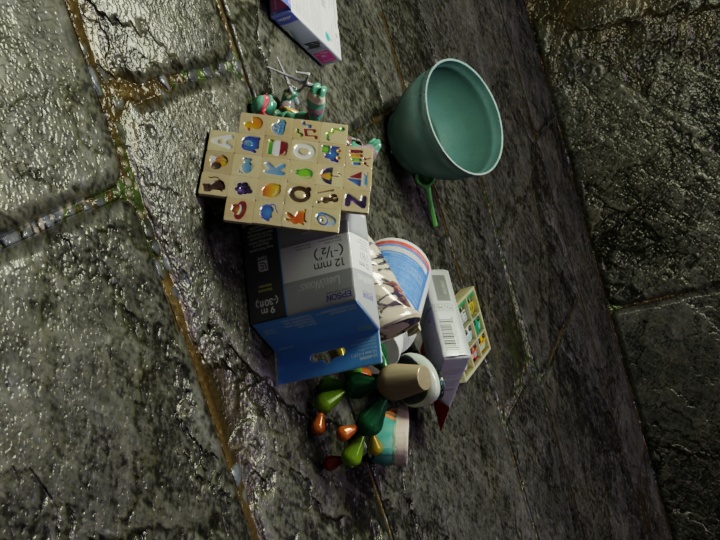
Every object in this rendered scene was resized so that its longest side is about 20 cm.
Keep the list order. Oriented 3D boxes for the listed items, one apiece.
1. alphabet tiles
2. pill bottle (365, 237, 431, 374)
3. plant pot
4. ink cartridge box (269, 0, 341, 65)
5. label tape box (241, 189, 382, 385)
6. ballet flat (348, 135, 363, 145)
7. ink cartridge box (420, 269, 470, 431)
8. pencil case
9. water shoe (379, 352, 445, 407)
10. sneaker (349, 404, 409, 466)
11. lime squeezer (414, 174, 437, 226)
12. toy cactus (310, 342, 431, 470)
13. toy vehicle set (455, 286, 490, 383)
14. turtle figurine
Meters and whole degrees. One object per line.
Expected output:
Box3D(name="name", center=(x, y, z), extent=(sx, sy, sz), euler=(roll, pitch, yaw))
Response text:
Box3D(name="alphabet tiles", center=(-0.085, -0.115, 1.349), extent=(0.006, 0.197, 0.168), euler=(101, -6, -54))
Box3D(name="pill bottle", center=(0.033, 0.051, 1.621), extent=(0.201, 0.111, 0.113), euler=(-70, 140, -55))
Box3D(name="plant pot", center=(0.130, -0.239, 1.959), extent=(0.199, 0.133, 0.203), euler=(18, 63, -41))
Box3D(name="ink cartridge box", center=(-0.088, -0.394, 1.677), extent=(0.200, 0.041, 0.121), euler=(34, 47, -63))
Box3D(name="label tape box", center=(-0.059, 0.021, 1.372), extent=(0.066, 0.142, 0.203), euler=(28, 52, -62))
Box3D(name="ballet flat", center=(-0.031, -0.131, 1.629), extent=(0.201, 0.071, 0.073), euler=(-74, 143, -51))
Box3D(name="ink cartridge box", center=(0.108, 0.125, 1.753), extent=(0.201, 0.056, 0.164), euler=(110, -25, -46))
Box3D(name="pencil case", center=(0.000, 0.000, 1.441), extent=(0.089, 0.078, 0.201), euler=(-12, 65, -44))
Box3D(name="water shoe", center=(0.087, 0.151, 1.612), extent=(0.200, 0.078, 0.073), euler=(176, -83, -73))
Box3D(name="sneaker", center=(0.025, 0.221, 1.572), extent=(0.200, 0.079, 0.072), euler=(-16, 109, -89))
Box3D(name="lime squeezer", center=(0.110, -0.181, 2.063), extent=(0.071, 0.037, 0.203), euler=(122, -42, -77))
Box3D(name="toy cactus", center=(0.018, 0.151, 1.460), extent=(0.102, 0.164, 0.202), euler=(38, 52, -42))
Box3D(name="toy vehicle set", center=(0.185, 0.113, 2.073), extent=(0.200, 0.026, 0.126), euler=(-36, 111, -67))
Box3D(name="turtle figurine", center=(-0.075, -0.198, 1.519), extent=(0.199, 0.101, 0.150), euler=(32, 2, -30))
